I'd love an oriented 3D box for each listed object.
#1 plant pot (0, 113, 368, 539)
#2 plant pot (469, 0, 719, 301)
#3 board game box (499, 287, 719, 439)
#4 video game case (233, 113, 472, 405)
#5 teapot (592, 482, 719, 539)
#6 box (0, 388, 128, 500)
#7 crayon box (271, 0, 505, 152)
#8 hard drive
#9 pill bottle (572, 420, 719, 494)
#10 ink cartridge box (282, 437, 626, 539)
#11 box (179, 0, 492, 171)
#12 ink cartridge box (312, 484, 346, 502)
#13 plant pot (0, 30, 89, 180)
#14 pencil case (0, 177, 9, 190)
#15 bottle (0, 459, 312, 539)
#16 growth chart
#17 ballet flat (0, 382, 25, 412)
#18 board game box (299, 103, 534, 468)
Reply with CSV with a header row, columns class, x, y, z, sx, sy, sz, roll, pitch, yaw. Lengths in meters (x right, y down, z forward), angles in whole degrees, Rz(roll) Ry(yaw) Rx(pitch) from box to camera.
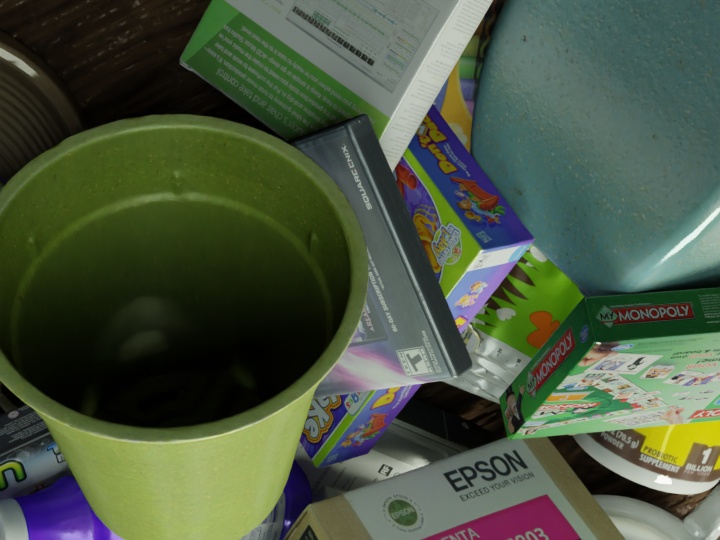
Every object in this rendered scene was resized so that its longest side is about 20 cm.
class,x,y,z,sx,sy,sz,roll,pitch,yaw
plant pot,-0.099,0.055,0.925,0.198,0.201,0.191,-5,144,-7
plant pot,0.176,-0.084,0.970,0.200,0.196,0.195,-54,151,16
board game box,0.193,0.051,0.981,0.199,0.029,0.135,-3,154,-20
video game case,-0.033,0.002,0.960,0.019,0.199,0.144,-30,100,-37
teapot,0.169,0.243,1.169,0.198,0.146,0.199,-5,80,13
box,-0.224,0.148,1.036,0.199,0.035,0.111,-24,129,-20
crayon box,0.051,-0.134,1.042,0.198,0.052,0.127,3,112,-11
hard drive,-0.030,0.129,1.131,0.199,0.038,0.140,25,116,-17
pill bottle,0.215,0.033,1.104,0.109,0.109,0.201,15,109,-15
ink cartridge box,0.071,0.195,1.019,0.199,0.165,0.075,-14,147,-39
box,0.002,-0.162,0.938,0.201,0.144,0.036,-58,151,12
ink cartridge box,-0.037,0.261,1.107,0.087,0.146,0.200,23,126,-14
plant pot,-0.253,-0.041,1.008,0.199,0.093,0.202,-3,112,-7
pencil case,-0.247,0.034,0.941,0.078,0.087,0.201,31,104,-8
bottle,-0.128,0.152,1.035,0.199,0.065,0.084,-2,122,-33
growth chart,0.076,0.019,1.091,0.199,0.018,0.146,18,108,10
ballet flat,-0.211,0.104,1.096,0.069,0.070,0.201,23,105,-17
board game box,0.000,0.000,1.007,0.045,0.135,0.200,-11,147,-43
